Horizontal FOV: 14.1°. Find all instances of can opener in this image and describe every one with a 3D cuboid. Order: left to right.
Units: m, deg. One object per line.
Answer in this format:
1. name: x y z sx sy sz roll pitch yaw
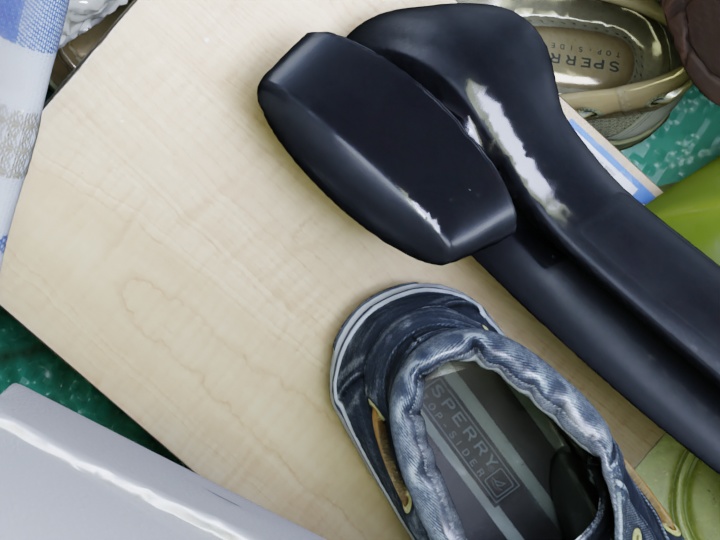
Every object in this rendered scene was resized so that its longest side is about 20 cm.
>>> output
1. can opener: 0.062 0.001 0.780 0.200 0.063 0.079 41 66 11

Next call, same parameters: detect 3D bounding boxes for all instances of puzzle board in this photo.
1. puzzle board: 0.000 0.000 0.839 0.200 0.017 0.151 41 89 -11

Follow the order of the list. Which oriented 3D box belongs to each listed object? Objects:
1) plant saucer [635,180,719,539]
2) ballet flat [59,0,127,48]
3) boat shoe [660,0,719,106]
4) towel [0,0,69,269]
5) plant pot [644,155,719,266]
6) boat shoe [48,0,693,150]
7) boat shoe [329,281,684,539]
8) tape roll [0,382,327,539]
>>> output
1. plant saucer: 0.120 0.070 0.883 0.199 0.031 0.201 0 86 -4
2. ballet flat: -0.059 -0.125 0.828 0.072 0.072 0.200 47 64 1
3. boat shoe: 0.107 -0.147 0.787 0.075 0.074 0.203 -20 107 -42
4. towel: -0.153 -0.031 0.795 0.147 0.024 0.201 28 110 29
5. plant pot: 0.220 0.017 0.789 0.198 0.181 0.201 -29 91 -23
6. boat shoe: 0.001 -0.070 0.869 0.200 0.063 0.074 8 85 -3
7. boat shoe: 0.062 0.094 0.805 0.071 0.091 0.201 -38 101 -2
8. tape roll: -0.078 0.149 0.779 0.139 0.203 0.203 26 85 -1
